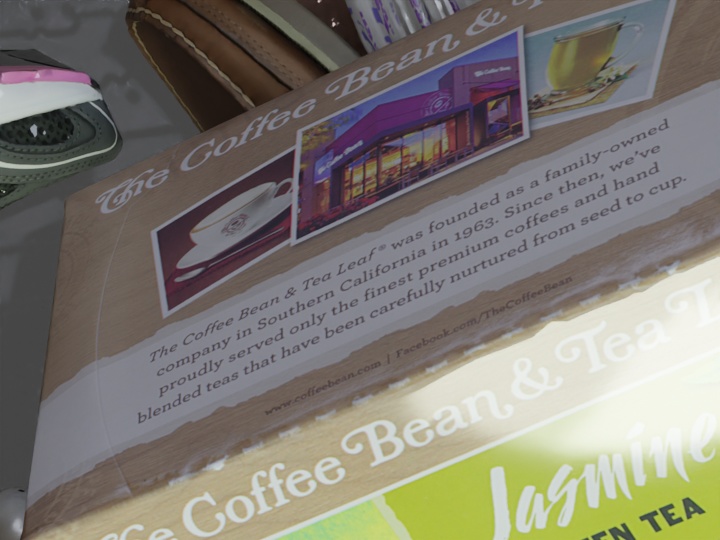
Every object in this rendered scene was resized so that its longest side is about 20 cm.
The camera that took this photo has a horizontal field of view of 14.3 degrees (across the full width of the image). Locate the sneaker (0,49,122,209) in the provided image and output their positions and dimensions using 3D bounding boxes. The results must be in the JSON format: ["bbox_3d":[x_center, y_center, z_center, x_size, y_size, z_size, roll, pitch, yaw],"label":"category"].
[{"bbox_3d":[-0.153,0.007,0.752,0.199,0.080,0.087,-22,104,-2],"label":"sneaker"}]

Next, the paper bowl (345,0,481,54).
[{"bbox_3d":[0.098,-0.106,0.742,0.200,0.104,0.202,7,77,-31],"label":"paper bowl"}]

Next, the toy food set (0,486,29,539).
[{"bbox_3d":[-0.115,0.078,0.677,0.199,0.144,0.061,14,118,-39],"label":"toy food set"}]

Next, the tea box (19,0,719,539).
[{"bbox_3d":[0.058,0.048,0.664,0.199,0.134,0.197,-25,123,18],"label":"tea box"}]

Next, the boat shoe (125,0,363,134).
[{"bbox_3d":[0.000,0.000,0.770,0.068,0.072,0.200,-44,95,-9],"label":"boat shoe"}]
